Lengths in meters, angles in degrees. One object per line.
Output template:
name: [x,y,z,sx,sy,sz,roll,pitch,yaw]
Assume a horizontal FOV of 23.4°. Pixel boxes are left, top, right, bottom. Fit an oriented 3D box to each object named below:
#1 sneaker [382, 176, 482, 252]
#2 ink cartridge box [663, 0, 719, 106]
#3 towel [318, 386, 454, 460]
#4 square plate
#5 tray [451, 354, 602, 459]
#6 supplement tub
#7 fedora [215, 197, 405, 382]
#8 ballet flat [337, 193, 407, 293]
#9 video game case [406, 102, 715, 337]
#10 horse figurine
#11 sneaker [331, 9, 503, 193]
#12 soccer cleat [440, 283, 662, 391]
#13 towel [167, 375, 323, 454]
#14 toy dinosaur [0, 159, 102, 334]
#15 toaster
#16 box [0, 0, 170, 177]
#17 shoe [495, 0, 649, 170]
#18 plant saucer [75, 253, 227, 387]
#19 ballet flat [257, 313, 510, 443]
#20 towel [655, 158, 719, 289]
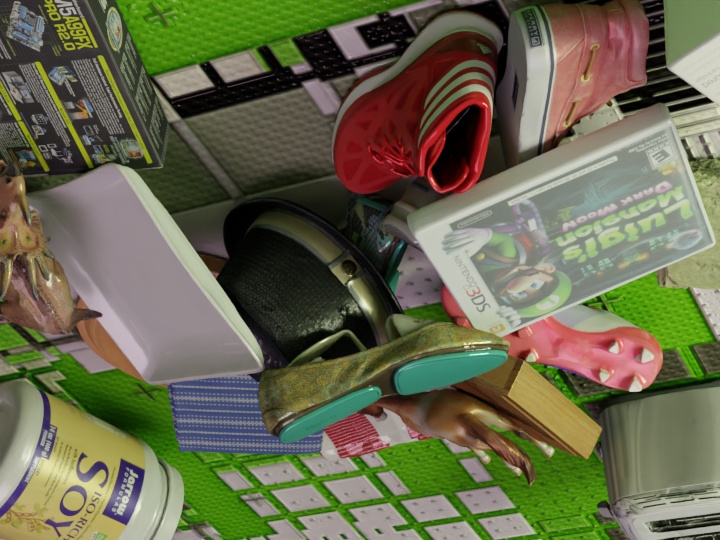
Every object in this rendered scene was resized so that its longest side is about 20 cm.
sneaker: [0.106,-0.030,1.373,0.075,0.082,0.200,33,-175,39]
ink cartridge box: [0.309,-0.158,1.124,0.200,0.126,0.128,29,138,-29]
towel: [0.024,0.122,1.630,0.199,0.023,0.144,-15,140,20]
square plate: [-0.176,0.003,1.397,0.198,0.028,0.200,-10,118,56]
tray: [0.131,0.109,1.521,0.098,0.037,0.200,21,169,33]
supplement tub: [-0.288,0.209,1.697,0.200,0.146,0.145,31,137,-31]
fedora: [-0.055,0.042,1.410,0.200,0.092,0.201,30,144,24]
ballet flat: [0.000,0.000,1.450,0.074,0.074,0.200,10,142,-6]
video game case: [0.154,-0.029,1.288,0.199,0.023,0.182,-24,146,8]
horse figurine: [0.086,0.139,1.547,0.132,0.050,0.200,31,170,-26]
sneaker: [0.032,-0.091,1.262,0.078,0.116,0.200,19,141,-17]
soccer cleat: [0.163,0.048,1.490,0.199,0.076,0.067,20,106,2]
towel: [-0.105,0.113,1.599,0.144,0.024,0.200,2,146,0]
toy dinosaur: [-0.263,0.003,1.365,0.135,0.086,0.200,21,155,48]
toaster: [0.314,0.181,1.593,0.199,0.130,0.114,-11,142,21]
box: [-0.245,-0.148,1.282,0.160,0.044,0.200,-4,144,12]
shoe: [0.150,-0.125,1.237,0.091,0.072,0.200,-10,156,-5]
plant saucer: [-0.157,0.053,1.561,0.199,0.032,0.201,4,145,3]
ballet flat: [0.015,0.070,1.341,0.199,0.071,0.071,-20,143,-5]
towel: [0.326,-0.037,1.368,0.199,0.037,0.149,-2,143,11]
